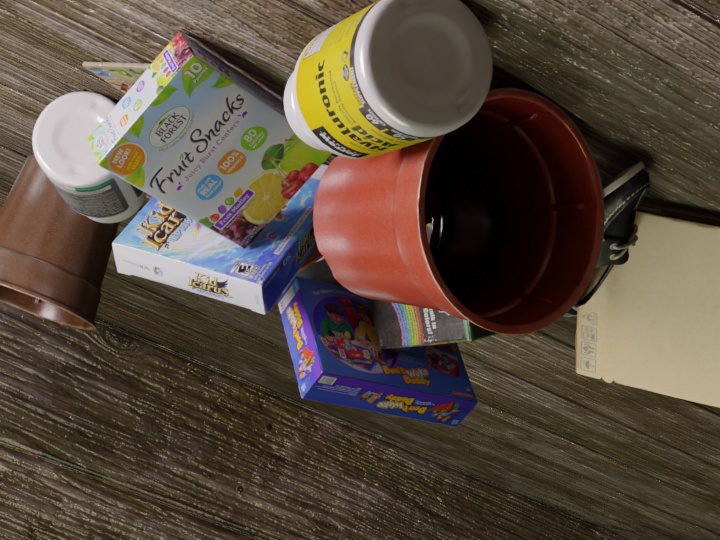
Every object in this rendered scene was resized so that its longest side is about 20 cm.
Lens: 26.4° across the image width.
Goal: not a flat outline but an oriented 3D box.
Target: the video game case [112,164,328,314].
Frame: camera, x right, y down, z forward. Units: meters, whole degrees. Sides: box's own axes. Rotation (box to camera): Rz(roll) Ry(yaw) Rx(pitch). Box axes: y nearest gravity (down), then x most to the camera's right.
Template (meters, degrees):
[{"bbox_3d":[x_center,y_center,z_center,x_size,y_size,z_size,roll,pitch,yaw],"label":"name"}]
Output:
[{"bbox_3d":[-0.134,-0.054,1.628,0.181,0.200,0.046,14,135,22],"label":"video game case"}]

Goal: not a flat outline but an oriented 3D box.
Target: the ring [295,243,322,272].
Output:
[{"bbox_3d":[-0.115,-0.049,1.669,0.200,0.201,0.019,15,136,21],"label":"ring"}]

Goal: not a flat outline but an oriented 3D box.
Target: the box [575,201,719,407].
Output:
[{"bbox_3d":[0.286,0.031,1.465,0.163,0.021,0.201,13,124,25],"label":"box"}]

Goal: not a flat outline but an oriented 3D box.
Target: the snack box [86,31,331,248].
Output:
[{"bbox_3d":[-0.143,-0.121,1.489,0.200,0.142,0.053,32,-163,-41],"label":"snack box"}]

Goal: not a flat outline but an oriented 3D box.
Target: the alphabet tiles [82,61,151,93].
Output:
[{"bbox_3d":[-0.175,-0.172,1.636,0.167,0.008,0.200,8,163,42],"label":"alphabet tiles"}]

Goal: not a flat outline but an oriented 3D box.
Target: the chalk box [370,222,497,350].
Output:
[{"bbox_3d":[0.113,0.007,1.569,0.124,0.125,0.200,-11,-179,-37],"label":"chalk box"}]

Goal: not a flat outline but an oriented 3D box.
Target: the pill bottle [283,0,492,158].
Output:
[{"bbox_3d":[0.012,-0.148,1.207,0.111,0.112,0.200,24,167,-20],"label":"pill bottle"}]

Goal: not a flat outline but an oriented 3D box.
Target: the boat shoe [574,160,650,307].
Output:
[{"bbox_3d":[0.218,-0.029,1.383,0.060,0.074,0.200,52,149,12],"label":"boat shoe"}]

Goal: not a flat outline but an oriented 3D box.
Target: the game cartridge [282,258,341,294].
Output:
[{"bbox_3d":[0.000,0.000,1.750,0.133,0.041,0.200,-21,174,31],"label":"game cartridge"}]

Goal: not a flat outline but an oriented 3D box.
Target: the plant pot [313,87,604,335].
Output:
[{"bbox_3d":[0.072,-0.048,1.326,0.200,0.201,0.195,27,165,-32],"label":"plant pot"}]

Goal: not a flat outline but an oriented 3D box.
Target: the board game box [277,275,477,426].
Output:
[{"bbox_3d":[0.018,0.088,1.648,0.199,0.135,0.045,14,131,-30],"label":"board game box"}]

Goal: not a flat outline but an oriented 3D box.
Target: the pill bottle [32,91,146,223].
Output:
[{"bbox_3d":[-0.310,-0.126,1.798,0.113,0.113,0.200,19,167,5],"label":"pill bottle"}]

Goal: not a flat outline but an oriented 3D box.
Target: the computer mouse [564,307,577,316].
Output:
[{"bbox_3d":[0.248,0.018,1.626,0.044,0.110,0.200,50,168,-13],"label":"computer mouse"}]

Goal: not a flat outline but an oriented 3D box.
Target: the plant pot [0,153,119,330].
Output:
[{"bbox_3d":[-0.429,-0.045,2.131,0.200,0.199,0.200,18,168,4],"label":"plant pot"}]

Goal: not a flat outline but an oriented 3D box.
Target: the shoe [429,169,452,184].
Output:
[{"bbox_3d":[0.083,-0.092,1.470,0.199,0.054,0.070,17,168,13],"label":"shoe"}]
